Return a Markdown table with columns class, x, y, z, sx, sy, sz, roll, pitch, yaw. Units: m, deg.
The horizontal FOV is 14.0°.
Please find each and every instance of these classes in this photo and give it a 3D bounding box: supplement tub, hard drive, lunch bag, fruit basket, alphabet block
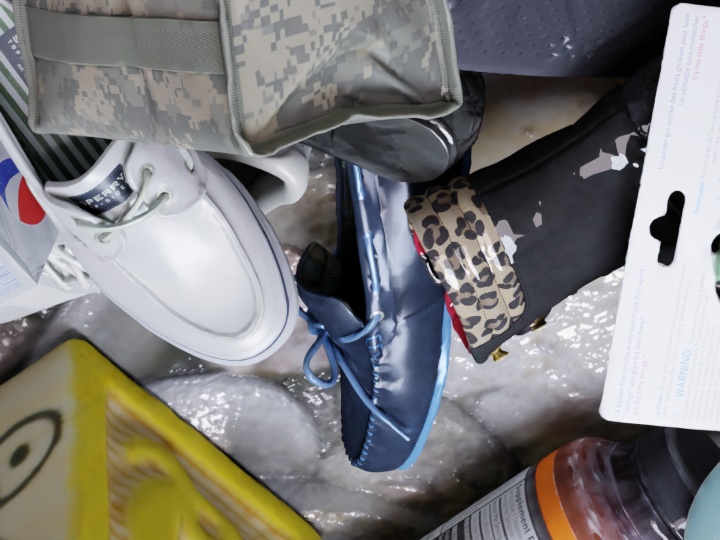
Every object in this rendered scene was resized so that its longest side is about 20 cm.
| class | x | y | z | sx | sy | sz | roll | pitch | yaw |
| --- | --- | --- | --- | --- | --- | --- | --- | --- | --- |
| supplement tub | 0.092 | 0.151 | 1.420 | 0.200 | 0.107 | 0.107 | -35 | 125 | 21 |
| hard drive | 0.098 | -0.139 | 1.179 | 0.200 | 0.042 | 0.135 | -1 | 135 | -37 |
| lunch bag | -0.057 | -0.150 | 1.077 | 0.117 | 0.164 | 0.200 | -14 | 104 | -34 |
| fruit basket | 0.208 | -0.014 | 1.190 | 0.200 | 0.094 | 0.186 | 7 | 114 | 0 |
| alphabet block | -0.143 | 0.190 | 1.372 | 0.200 | 0.196 | 0.196 | -33 | 128 | 21 |

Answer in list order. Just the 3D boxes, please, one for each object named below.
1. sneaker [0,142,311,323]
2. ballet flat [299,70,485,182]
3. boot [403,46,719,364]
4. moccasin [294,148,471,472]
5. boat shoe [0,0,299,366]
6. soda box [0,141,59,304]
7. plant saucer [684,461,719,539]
| class | x | y | z | sx | sy | sz | roll | pitch | yaw |
| --- | --- | --- | --- | --- | --- | --- | --- | --- | --- |
| sneaker | -0.105 | -0.022 | 1.267 | 0.200 | 0.087 | 0.075 | -30 | 128 | 19 |
| ballet flat | -0.043 | -0.096 | 1.220 | 0.200 | 0.057 | 0.067 | 27 | 133 | -2 |
| boot | 0.106 | -0.012 | 1.266 | 0.150 | 0.073 | 0.200 | -28 | 153 | -1 |
| moccasin | 0.000 | 0.000 | 1.309 | 0.068 | 0.080 | 0.200 | -6 | 119 | -20 |
| boat shoe | -0.105 | -0.037 | 1.188 | 0.074 | 0.067 | 0.200 | -43 | 93 | 10 |
| soda box | -0.220 | 0.002 | 1.258 | 0.200 | 0.068 | 0.063 | -26 | 119 | 28 |
| plant saucer | 0.247 | 0.124 | 1.332 | 0.200 | 0.027 | 0.200 | -2 | 135 | -2 |
